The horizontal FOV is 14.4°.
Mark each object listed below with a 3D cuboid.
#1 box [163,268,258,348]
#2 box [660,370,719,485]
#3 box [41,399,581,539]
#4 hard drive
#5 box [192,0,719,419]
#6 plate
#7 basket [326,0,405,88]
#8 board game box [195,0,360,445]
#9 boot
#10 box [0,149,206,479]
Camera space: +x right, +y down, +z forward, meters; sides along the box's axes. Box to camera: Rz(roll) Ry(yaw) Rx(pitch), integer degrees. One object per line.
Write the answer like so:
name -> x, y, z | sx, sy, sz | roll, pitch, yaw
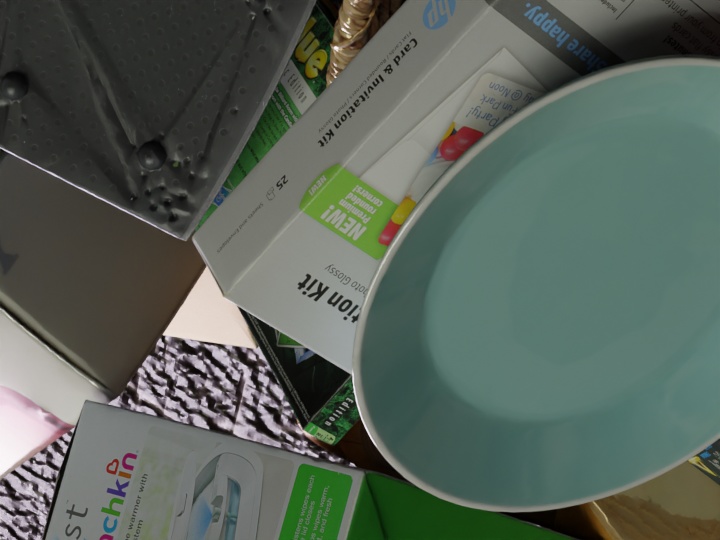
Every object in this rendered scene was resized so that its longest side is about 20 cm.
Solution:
box -> -0.140, -0.049, 1.407 | 0.163, 0.021, 0.201 | 8, 135, 30
box -> 0.117, 0.029, 1.190 | 0.159, 0.046, 0.200 | 37, 177, 5
box -> -0.015, 0.139, 1.292 | 0.176, 0.097, 0.200 | 11, 172, 42
hard drive -> -0.080, -0.129, 1.170 | 0.134, 0.042, 0.201 | 26, 101, 5
box -> 0.060, -0.041, 1.020 | 0.200, 0.041, 0.156 | -46, 132, 14
plate -> 0.086, 0.003, 1.024 | 0.026, 0.199, 0.201 | -122, 15, -46
basket -> 0.087, -0.124, 1.053 | 0.142, 0.149, 0.200 | 28, 141, 9
board game box -> -0.017, -0.028, 1.155 | 0.023, 0.200, 0.105 | 28, 110, -37
boot -> 0.080, 0.084, 1.353 | 0.200, 0.071, 0.144 | 13, 179, -21
box -> -0.174, 0.019, 1.383 | 0.109, 0.128, 0.200 | 41, 142, -12
